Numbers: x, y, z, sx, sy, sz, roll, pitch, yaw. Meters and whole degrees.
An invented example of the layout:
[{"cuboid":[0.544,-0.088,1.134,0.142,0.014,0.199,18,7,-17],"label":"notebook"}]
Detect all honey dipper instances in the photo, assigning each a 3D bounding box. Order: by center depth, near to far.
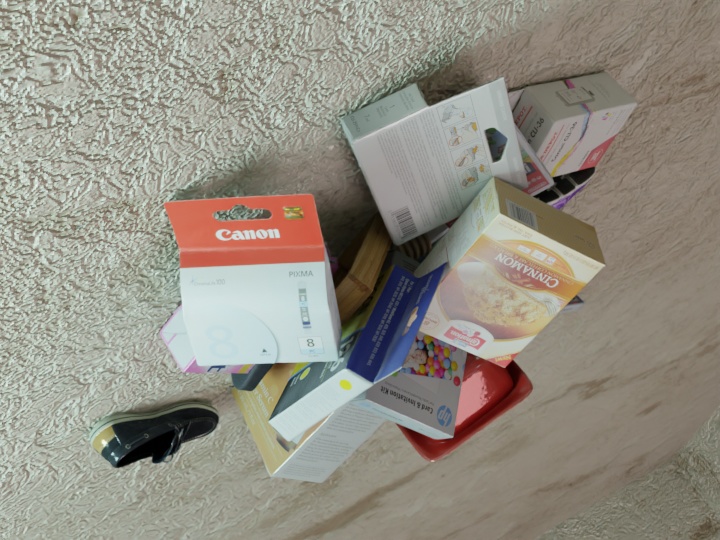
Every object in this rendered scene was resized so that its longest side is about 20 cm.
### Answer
[{"cuboid":[0.000,0.000,1.390,0.199,0.038,0.038,-25,152,-15],"label":"honey dipper"}]

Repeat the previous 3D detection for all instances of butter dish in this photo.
[{"cuboid":[0.117,0.143,1.579,0.199,0.200,0.148,-34,129,-4],"label":"butter dish"}]

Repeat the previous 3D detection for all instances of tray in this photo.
[{"cuboid":[-0.010,0.007,1.260,0.099,0.037,0.200,-49,-172,25],"label":"tray"}]

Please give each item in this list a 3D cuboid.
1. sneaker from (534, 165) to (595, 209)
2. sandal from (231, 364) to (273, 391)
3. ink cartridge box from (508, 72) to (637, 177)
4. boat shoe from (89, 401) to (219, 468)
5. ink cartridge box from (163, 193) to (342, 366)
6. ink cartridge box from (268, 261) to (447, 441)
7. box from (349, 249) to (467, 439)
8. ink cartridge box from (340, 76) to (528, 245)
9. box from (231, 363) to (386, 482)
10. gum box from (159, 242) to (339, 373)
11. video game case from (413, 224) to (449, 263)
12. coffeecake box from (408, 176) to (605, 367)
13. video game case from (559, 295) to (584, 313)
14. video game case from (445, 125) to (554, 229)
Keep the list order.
[{"cuboid":[0.234,-0.090,1.463,0.200,0.081,0.083,-37,150,0],"label":"sneaker"},{"cuboid":[-0.103,0.082,1.350,0.043,0.076,0.200,11,140,-31],"label":"sandal"},{"cuboid":[0.242,-0.176,1.353,0.199,0.068,0.117,-16,148,-34],"label":"ink cartridge box"},{"cuboid":[-0.261,0.219,1.398,0.200,0.062,0.075,-2,136,-51],"label":"boat shoe"},{"cuboid":[-0.111,0.015,1.112,0.159,0.047,0.200,-2,132,9],"label":"ink cartridge box"},{"cuboid":[-0.004,0.080,1.222,0.200,0.047,0.198,-40,-166,37],"label":"ink cartridge box"},{"cuboid":[0.069,0.095,1.360,0.156,0.201,0.041,28,155,-33],"label":"box"},{"cuboid":[0.089,-0.130,1.200,0.176,0.045,0.200,-24,144,1],"label":"ink cartridge box"},{"cuboid":[-0.054,0.162,1.438,0.200,0.152,0.106,-47,141,19],"label":"box"},{"cuboid":[-0.127,0.031,1.246,0.200,0.066,0.113,-48,150,22],"label":"gum box"},{"cuboid":[0.095,0.002,1.518,0.200,0.023,0.182,-38,153,3],"label":"video game case"},{"cuboid":[0.167,0.007,1.281,0.153,0.073,0.200,23,127,-20],"label":"coffeecake box"},{"cuboid":[0.210,0.011,1.485,0.200,0.143,0.018,-4,135,-48],"label":"video game case"},{"cuboid":[0.134,-0.123,1.280,0.143,0.017,0.200,-29,142,16],"label":"video game case"}]
